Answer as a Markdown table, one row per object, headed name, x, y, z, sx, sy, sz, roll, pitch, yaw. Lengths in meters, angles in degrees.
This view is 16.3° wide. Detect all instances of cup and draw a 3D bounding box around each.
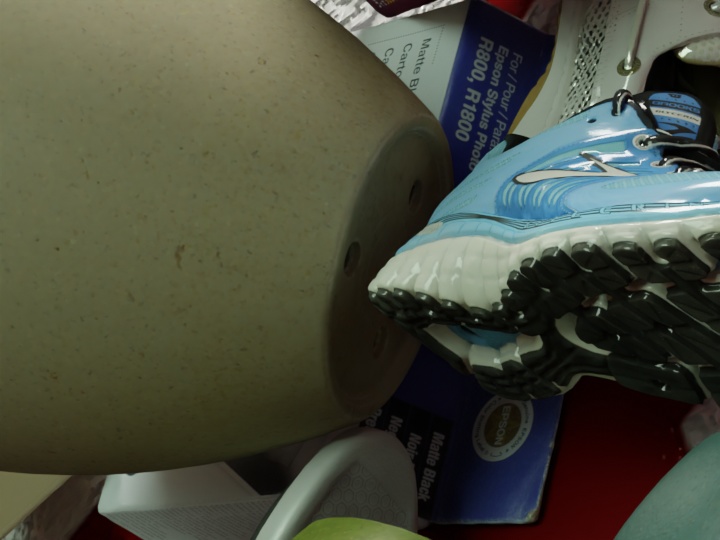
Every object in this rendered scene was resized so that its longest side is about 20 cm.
| name | x | y | z | sx | sy | sz | roll | pitch | yaw |
| --- | --- | --- | --- | --- | --- | --- | --- | --- | --- |
| cup | -0.053 | -0.018 | 0.824 | 0.142 | 0.200 | 0.202 | 13 | 73 | 22 |

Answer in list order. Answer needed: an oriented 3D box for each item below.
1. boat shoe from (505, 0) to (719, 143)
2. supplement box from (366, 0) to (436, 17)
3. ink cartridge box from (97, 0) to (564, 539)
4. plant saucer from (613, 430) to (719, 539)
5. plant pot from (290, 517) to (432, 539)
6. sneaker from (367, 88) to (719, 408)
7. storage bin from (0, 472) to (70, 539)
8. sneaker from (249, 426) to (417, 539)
| name | x | y | z | sx | sy | sz | roll | pitch | yaw |
| --- | --- | --- | --- | --- | --- | --- | --- | --- | --- |
| boat shoe | 0.102 | -0.068 | 0.832 | 0.069 | 0.071 | 0.201 | 6 | 66 | 36 |
| supplement box | 0.037 | -0.172 | 0.865 | 0.131 | 0.103 | 0.200 | -46 | 8 | -6 |
| ink cartridge box | 0.000 | 0.000 | 0.917 | 0.199 | 0.041 | 0.201 | -10 | 57 | 45 |
| plant saucer | 0.081 | 0.139 | 0.639 | 0.201 | 0.038 | 0.203 | -176 | 90 | -74 |
| plant pot | -0.020 | 0.179 | 0.719 | 0.186 | 0.187 | 0.201 | -3 | 49 | 48 |
| sneaker | 0.077 | -0.018 | 0.703 | 0.200 | 0.078 | 0.090 | -1 | 57 | 58 |
| storage bin | -0.200 | -0.005 | 0.988 | 0.094 | 0.200 | 0.199 | -41 | 25 | 12 |
| sneaker | -0.053 | 0.133 | 0.844 | 0.099 | 0.070 | 0.201 | 29 | 98 | 51 |
